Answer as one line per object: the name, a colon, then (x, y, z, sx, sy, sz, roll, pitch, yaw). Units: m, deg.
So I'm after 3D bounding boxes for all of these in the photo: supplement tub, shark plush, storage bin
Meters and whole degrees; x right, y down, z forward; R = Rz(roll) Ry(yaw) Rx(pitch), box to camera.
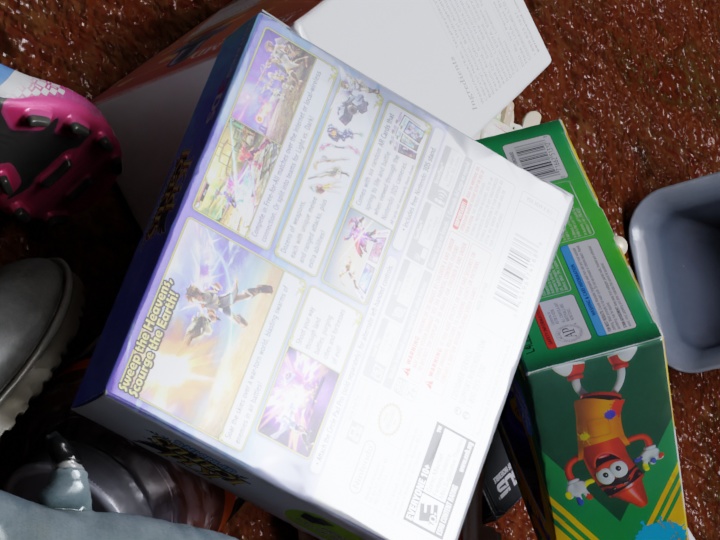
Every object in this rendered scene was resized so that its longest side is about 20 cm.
supplement tub: (-0.088, 0.070, 1.185, 0.107, 0.107, 0.200, 62, 37, -16)
shark plush: (-0.139, 0.108, 1.064, 0.200, 0.091, 0.083, 32, 77, -8)
storage bin: (0.304, 0.001, 1.681, 0.134, 0.199, 0.146, 3, 74, -63)

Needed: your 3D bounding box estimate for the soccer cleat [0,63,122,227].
soccer cleat: (-0.182, -0.082, 1.154, 0.086, 0.070, 0.200, 53, 14, 27)

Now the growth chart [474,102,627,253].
growth chart: (0.104, -0.026, 1.485, 0.200, 0.018, 0.145, 43, 44, -34)

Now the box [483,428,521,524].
box: (0.075, 0.039, 1.472, 0.200, 0.043, 0.161, -36, 105, -53)

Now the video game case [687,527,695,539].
video game case: (0.158, 0.227, 1.338, 0.200, 0.024, 0.182, 58, 39, -17)

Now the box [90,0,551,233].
box: (-0.019, -0.097, 1.305, 0.200, 0.152, 0.107, -44, 111, -52)

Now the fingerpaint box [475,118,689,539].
fingerpaint box: (0.104, 0.049, 1.289, 0.200, 0.073, 0.167, -107, -176, -53)

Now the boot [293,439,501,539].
boot: (0.013, 0.100, 1.318, 0.107, 0.075, 0.201, 0, 75, -16)

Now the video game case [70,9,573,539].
video game case: (-0.013, 0.013, 1.138, 0.181, 0.045, 0.201, 30, 65, -20)

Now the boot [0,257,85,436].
boot: (-0.223, -0.002, 1.076, 0.200, 0.072, 0.182, 49, 42, -21)
